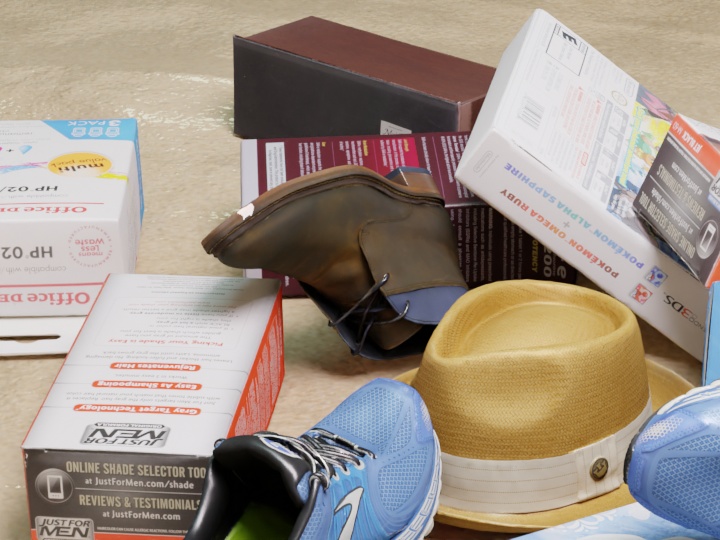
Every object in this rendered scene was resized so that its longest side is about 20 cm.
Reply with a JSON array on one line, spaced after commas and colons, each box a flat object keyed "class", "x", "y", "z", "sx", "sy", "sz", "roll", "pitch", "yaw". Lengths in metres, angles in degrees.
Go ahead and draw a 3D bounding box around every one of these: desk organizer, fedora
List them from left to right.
[{"class": "desk organizer", "x": 0.012, "y": -0.110, "z": 1.635, "sx": 0.200, "sy": 0.072, "sz": 0.077, "roll": 20, "pitch": 30, "yaw": 38}, {"class": "fedora", "x": 0.085, "y": 0.058, "z": 1.259, "sx": 0.200, "sy": 0.082, "sz": 0.201, "roll": -2, "pitch": 25, "yaw": 1}]

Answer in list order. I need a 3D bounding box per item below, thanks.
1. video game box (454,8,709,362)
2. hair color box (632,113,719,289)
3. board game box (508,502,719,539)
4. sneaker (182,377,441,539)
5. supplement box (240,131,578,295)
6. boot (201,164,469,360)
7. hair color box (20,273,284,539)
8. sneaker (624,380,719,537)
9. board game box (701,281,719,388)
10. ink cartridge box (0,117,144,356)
[{"class": "video game box", "x": 0.151, "y": -0.053, "z": 1.429, "sx": 0.182, "sy": 0.047, "sz": 0.200, "roll": 35, "pitch": 27, "yaw": -5}, {"class": "hair color box", "x": 0.261, "y": -0.012, "z": 1.334, "sx": 0.199, "sy": 0.064, "sz": 0.111, "roll": 16, "pitch": 19, "yaw": -23}, {"class": "board game box", "x": 0.144, "y": 0.169, "z": 1.070, "sx": 0.198, "sy": 0.044, "sz": 0.200, "roll": -12, "pitch": 28, "yaw": -25}, {"class": "sneaker", "x": -0.023, "y": 0.106, "z": 1.133, "sx": 0.078, "sy": 0.089, "sz": 0.200, "roll": 13, "pitch": 38, "yaw": 25}, {"class": "supplement box", "x": 0.028, "y": -0.036, "z": 1.488, "sx": 0.199, "sy": 0.061, "sz": 0.109, "roll": -2, "pitch": 27, "yaw": -1}, {"class": "boot", "x": 0.000, "y": 0.000, "z": 1.329, "sx": 0.075, "sy": 0.097, "sz": 0.200, "roll": -37, "pitch": -15, "yaw": 33}, {"class": "hair color box", "x": -0.102, "y": 0.070, "z": 1.271, "sx": 0.101, "sy": 0.061, "sz": 0.200, "roll": 2, "pitch": 25, "yaw": 7}, {"class": "sneaker", "x": 0.209, "y": 0.102, "z": 1.055, "sx": 0.199, "sy": 0.079, "sz": 0.089, "roll": 10, "pitch": 23, "yaw": 17}, {"class": "board game box", "x": 0.270, "y": 0.052, "z": 1.188, "sx": 0.199, "sy": 0.056, "sz": 0.196, "roll": 5, "pitch": -7, "yaw": 11}, {"class": "ink cartridge box", "x": -0.193, "y": -0.023, "z": 1.463, "sx": 0.115, "sy": 0.068, "sz": 0.200, "roll": -2, "pitch": 26, "yaw": -1}]
